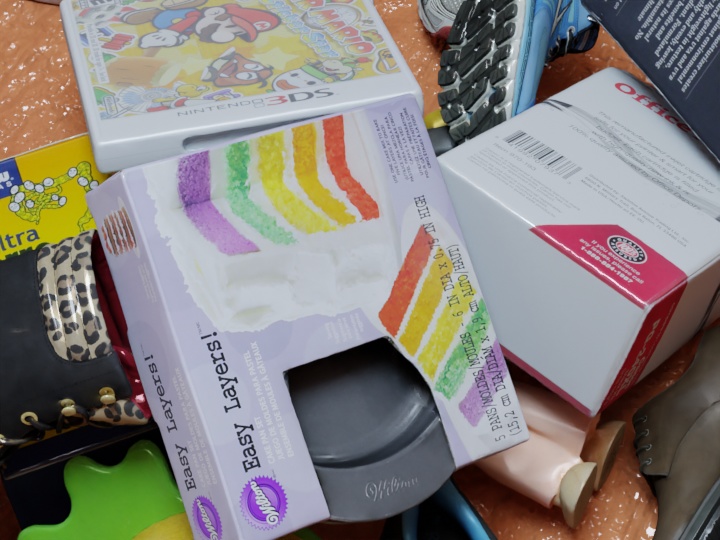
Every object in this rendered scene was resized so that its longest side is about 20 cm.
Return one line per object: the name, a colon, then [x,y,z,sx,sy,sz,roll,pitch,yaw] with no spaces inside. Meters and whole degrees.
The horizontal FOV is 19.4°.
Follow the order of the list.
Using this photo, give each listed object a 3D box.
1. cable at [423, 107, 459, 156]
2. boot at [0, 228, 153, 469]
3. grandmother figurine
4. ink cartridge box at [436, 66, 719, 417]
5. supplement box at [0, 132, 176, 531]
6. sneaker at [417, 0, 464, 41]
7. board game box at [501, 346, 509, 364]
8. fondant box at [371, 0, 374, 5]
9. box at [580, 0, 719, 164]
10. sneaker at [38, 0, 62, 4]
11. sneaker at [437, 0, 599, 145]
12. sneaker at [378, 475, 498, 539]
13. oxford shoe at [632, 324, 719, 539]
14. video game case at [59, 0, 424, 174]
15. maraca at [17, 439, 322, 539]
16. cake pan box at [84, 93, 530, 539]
cable: [0.007,-0.052,1.288,0.198,0.050,0.098,-10,72,11]
boot: [-0.175,0.084,1.040,0.149,0.073,0.202,-15,86,8]
grandmother figurine: [0.047,0.068,1.180,0.199,0.061,0.121,24,33,16]
ink cartridge box: [0.136,-0.023,1.173,0.145,0.084,0.200,35,36,21]
supplement box: [-0.163,0.043,1.179,0.109,0.109,0.201,-18,58,-8]
sneaker: [0.087,-0.228,1.363,0.077,0.082,0.201,14,59,11]
board game box: [0.000,0.000,1.196,0.198,0.029,0.135,19,34,13]
fondant box: [-0.059,-0.108,1.260,0.143,0.059,0.201,-4,30,1]
box: [0.272,-0.132,1.213,0.199,0.124,0.199,-3,48,-43]
sneaker: [-0.145,-0.220,1.352,0.198,0.116,0.074,7,55,6]
sneaker: [0.109,-0.148,1.266,0.089,0.078,0.202,27,61,-23]
sneaker: [0.058,0.194,1.081,0.073,0.082,0.201,-21,59,-13]
oxford shoe: [0.181,0.114,1.145,0.084,0.073,0.201,10,54,30]
video game case: [-0.074,-0.123,1.209,0.180,0.023,0.200,-10,31,-9]
maraca: [-0.082,0.174,1.073,0.199,0.107,0.138,35,95,4]
cake pan box: [-0.023,0.028,1.052,0.183,0.052,0.202,-16,87,-31]
